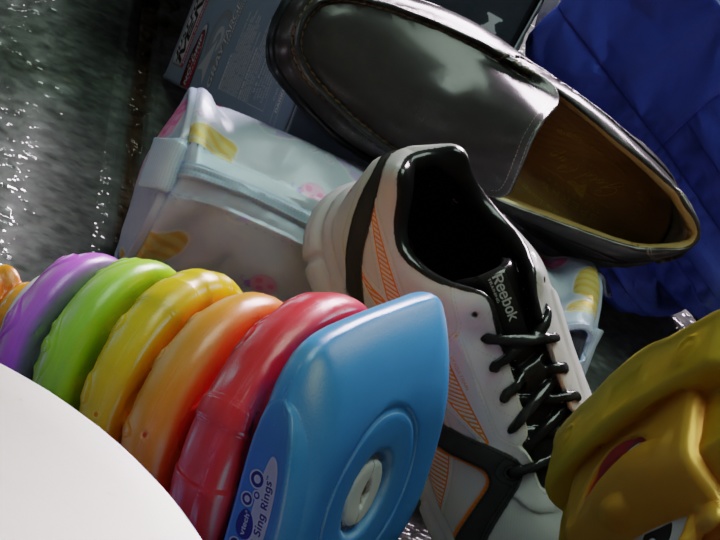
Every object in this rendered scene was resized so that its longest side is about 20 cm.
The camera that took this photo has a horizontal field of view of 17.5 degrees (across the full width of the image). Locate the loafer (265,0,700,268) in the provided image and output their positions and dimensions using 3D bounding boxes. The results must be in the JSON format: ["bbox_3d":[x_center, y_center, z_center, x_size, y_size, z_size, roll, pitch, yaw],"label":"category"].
[{"bbox_3d":[0.055,-0.060,0.947,0.199,0.073,0.072,24,-2,-23],"label":"loafer"}]

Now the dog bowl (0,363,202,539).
[{"bbox_3d":[-0.134,0.092,0.596,0.199,0.079,0.200,25,23,-11],"label":"dog bowl"}]

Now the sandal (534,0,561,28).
[{"bbox_3d":[0.121,-0.140,1.227,0.050,0.203,0.082,52,21,15],"label":"sandal"}]

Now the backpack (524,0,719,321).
[{"bbox_3d":[0.180,-0.048,1.149,0.200,0.168,0.162,51,24,17],"label":"backpack"}]

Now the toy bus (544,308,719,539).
[{"bbox_3d":[0.143,0.141,0.741,0.199,0.136,0.193,35,51,-10],"label":"toy bus"}]

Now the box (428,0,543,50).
[{"bbox_3d":[0.002,-0.186,1.199,0.199,0.124,0.197,28,-4,-3],"label":"box"}]

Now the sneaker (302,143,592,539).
[{"bbox_3d":[0.049,0.044,0.846,0.073,0.080,0.201,-28,80,-31],"label":"sneaker"}]

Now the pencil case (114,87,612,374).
[{"bbox_3d":[0.000,0.000,0.945,0.199,0.084,0.091,24,6,-10],"label":"pencil case"}]

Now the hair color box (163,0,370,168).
[{"bbox_3d":[-0.012,-0.086,1.067,0.098,0.061,0.200,20,4,-22],"label":"hair color box"}]

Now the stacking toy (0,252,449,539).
[{"bbox_3d":[-0.081,0.033,0.782,0.199,0.117,0.110,25,21,23],"label":"stacking toy"}]
